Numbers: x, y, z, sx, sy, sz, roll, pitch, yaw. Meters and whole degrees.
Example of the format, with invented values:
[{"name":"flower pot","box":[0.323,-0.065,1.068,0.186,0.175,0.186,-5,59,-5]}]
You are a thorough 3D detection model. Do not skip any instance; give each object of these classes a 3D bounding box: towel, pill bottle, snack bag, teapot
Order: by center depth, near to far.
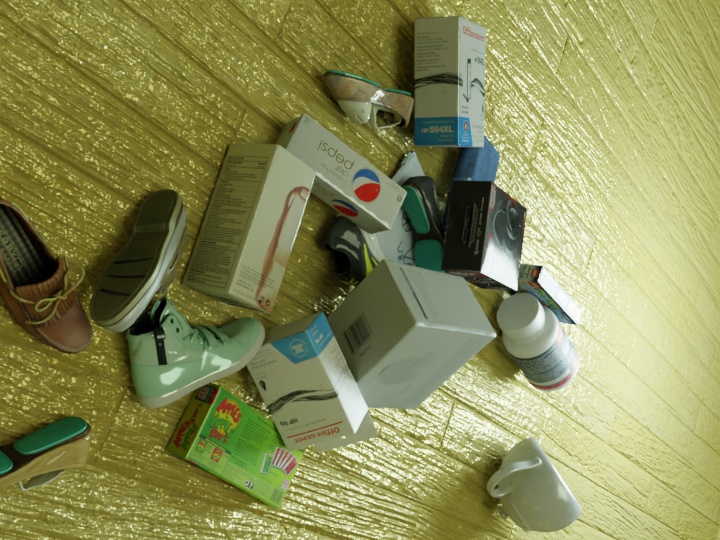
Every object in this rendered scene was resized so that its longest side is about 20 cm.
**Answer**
[{"name":"snack bag","box":[0.076,-0.067,1.403,0.190,0.021,0.202,-54,131,-30]},{"name":"towel","box":[0.193,-0.140,1.484,0.111,0.048,0.204,38,63,-51]},{"name":"pill bottle","box":[0.350,0.140,1.659,0.201,0.118,0.121,50,60,-39]},{"name":"teapot","box":[0.336,0.445,1.666,0.145,0.197,0.202,-34,92,3]}]

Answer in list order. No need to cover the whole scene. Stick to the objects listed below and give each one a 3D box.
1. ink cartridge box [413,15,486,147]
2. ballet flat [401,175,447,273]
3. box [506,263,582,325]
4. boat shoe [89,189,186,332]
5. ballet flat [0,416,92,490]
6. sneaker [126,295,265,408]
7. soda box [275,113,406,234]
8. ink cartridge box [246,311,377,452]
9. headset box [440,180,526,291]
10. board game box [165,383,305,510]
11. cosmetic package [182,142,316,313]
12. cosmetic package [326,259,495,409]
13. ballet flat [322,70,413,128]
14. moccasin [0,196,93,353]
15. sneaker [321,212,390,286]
[{"name":"ink cartridge box","box":[0.150,-0.309,1.382,0.145,0.083,0.205,-16,108,-63]},{"name":"ballet flat","box":[0.119,-0.065,1.387,0.073,0.072,0.203,-35,117,-39]},{"name":"box","box":[0.353,0.045,1.658,0.199,0.109,0.035,39,68,-43]},{"name":"boat shoe","box":[-0.250,-0.002,0.986,0.069,0.073,0.202,72,28,-46]},{"name":"ballet flat","box":[-0.380,0.218,0.904,0.198,0.068,0.064,-12,118,-45]},{"name":"sneaker","box":[-0.206,0.079,1.065,0.199,0.073,0.120,-30,122,-39]},{"name":"soda box","box":[-0.032,-0.135,1.200,0.198,0.063,0.069,34,70,-24]},{"name":"ink cartridge box","box":[-0.068,0.174,1.163,0.203,0.114,0.068,65,25,-12]},{"name":"headset box","box":[0.206,-0.057,1.395,0.199,0.076,0.152,22,74,-59]},{"name":"board game box","box":[-0.166,0.245,1.154,0.200,0.047,0.103,44,63,-42]},{"name":"cosmetic package","box":[-0.145,-0.057,1.100,0.087,0.102,0.204,28,76,-47]},{"name":"cosmetic package","box":[0.060,0.103,1.257,0.198,0.124,0.200,12,131,-45]},{"name":"ballet flat","box":[0.015,-0.255,1.278,0.198,0.067,0.069,4,95,-47]},{"name":"moccasin","box":[-0.348,0.007,0.899,0.074,0.077,0.204,-42,126,-39]},{"name":"sneaker","box":[0.000,0.000,1.300,0.085,0.074,0.202,-44,117,-27]}]
